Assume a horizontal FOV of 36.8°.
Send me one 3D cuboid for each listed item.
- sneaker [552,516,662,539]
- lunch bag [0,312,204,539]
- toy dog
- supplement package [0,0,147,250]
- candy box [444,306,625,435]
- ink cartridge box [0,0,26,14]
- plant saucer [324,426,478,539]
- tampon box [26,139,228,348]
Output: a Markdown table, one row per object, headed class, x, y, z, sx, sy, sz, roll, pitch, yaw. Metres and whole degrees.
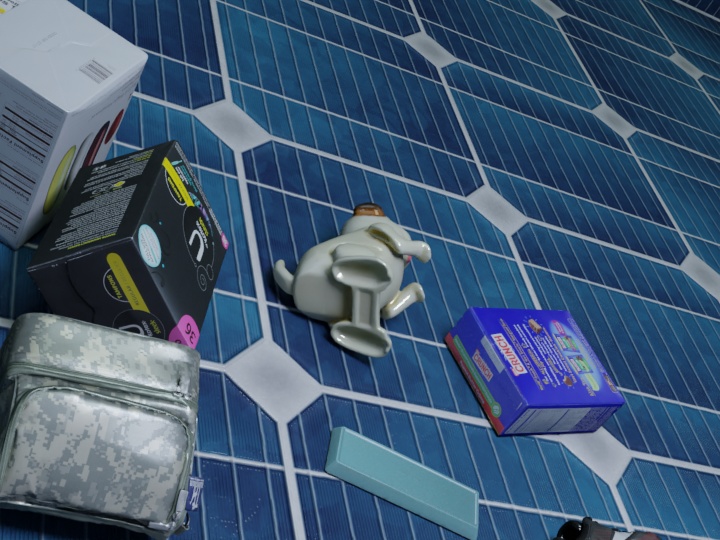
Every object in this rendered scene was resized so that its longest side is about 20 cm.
| class | x | y | z | sx | sy | sz | roll | pitch | yaw |
| --- | --- | --- | --- | --- | --- | --- | --- | --- | --- |
| sneaker | 0.287 | 0.332 | 1.279 | 0.198 | 0.071 | 0.099 | -7 | 53 | -43 |
| lunch bag | -0.247 | 0.153 | 1.000 | 0.197 | 0.139 | 0.170 | 16 | 53 | -23 |
| toy dog | 0.000 | 0.000 | 1.419 | 0.190 | 0.142 | 0.200 | 3 | 28 | 22 |
| supplement package | -0.373 | -0.174 | 1.232 | 0.146 | 0.201 | 0.192 | 33 | 34 | -1 |
| candy box | 0.238 | 0.136 | 1.478 | 0.197 | 0.077 | 0.171 | 6 | 44 | -37 |
| ink cartridge box | -0.522 | -0.318 | 1.389 | 0.143 | 0.084 | 0.201 | 28 | 33 | -9 |
| plant saucer | 0.053 | 0.242 | 1.242 | 0.198 | 0.019 | 0.070 | 28 | 34 | -11 |
| tampon box | -0.241 | -0.016 | 1.159 | 0.201 | 0.124 | 0.151 | -83 | 154 | -54 |
